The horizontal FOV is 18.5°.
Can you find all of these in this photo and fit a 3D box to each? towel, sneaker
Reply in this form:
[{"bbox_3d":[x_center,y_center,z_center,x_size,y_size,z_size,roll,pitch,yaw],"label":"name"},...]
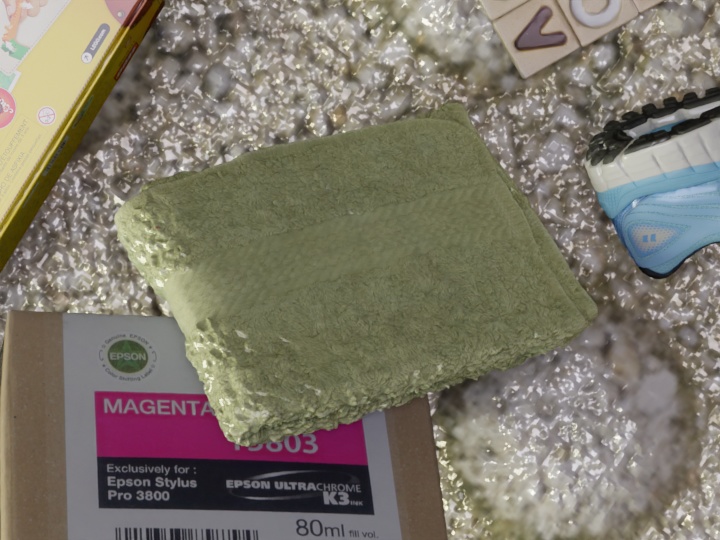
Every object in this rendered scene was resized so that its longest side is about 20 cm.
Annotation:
[{"bbox_3d":[0.000,0.000,1.025,0.199,0.037,0.149,-17,61,-26],"label":"towel"},{"bbox_3d":[0.212,-0.052,1.075,0.199,0.078,0.090,-17,109,2],"label":"sneaker"}]

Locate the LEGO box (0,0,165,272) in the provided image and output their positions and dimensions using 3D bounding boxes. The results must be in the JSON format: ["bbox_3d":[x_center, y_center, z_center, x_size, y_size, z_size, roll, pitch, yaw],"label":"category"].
[{"bbox_3d":[-0.208,-0.087,1.049,0.149,0.077,0.201,32,89,-1],"label":"LEGO box"}]

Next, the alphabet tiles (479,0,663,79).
[{"bbox_3d":[0.075,-0.205,1.092,0.167,0.008,0.201,-29,90,-2],"label":"alphabet tiles"}]

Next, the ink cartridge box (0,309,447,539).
[{"bbox_3d":[-0.065,0.105,0.996,0.199,0.075,0.165,2,53,-13],"label":"ink cartridge box"}]
